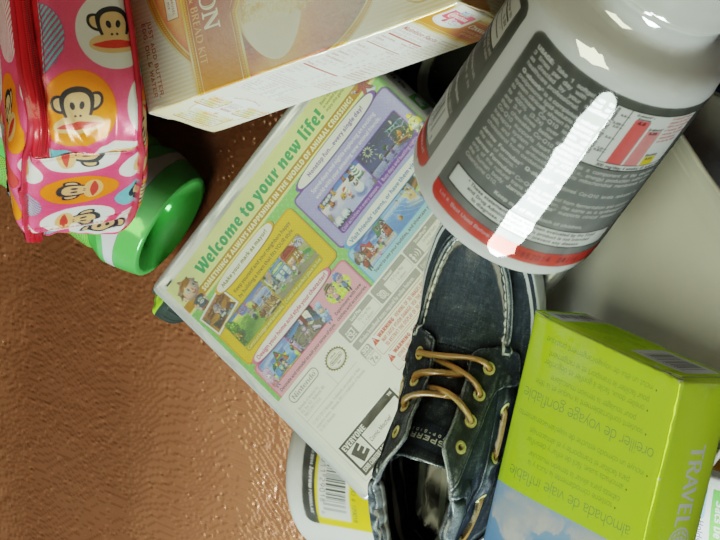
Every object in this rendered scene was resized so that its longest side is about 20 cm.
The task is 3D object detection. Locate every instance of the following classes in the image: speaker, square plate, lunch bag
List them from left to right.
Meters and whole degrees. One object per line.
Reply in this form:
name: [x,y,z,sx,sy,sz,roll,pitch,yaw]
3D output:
speaker: [-0.198,-0.082,1.527,0.199,0.088,0.089,34,125,13]
lunch bag: [-0.170,-0.125,1.388,0.200,0.081,0.178,114,149,-68]
square plate: [0.153,0.032,1.320,0.199,0.028,0.201,-56,47,30]

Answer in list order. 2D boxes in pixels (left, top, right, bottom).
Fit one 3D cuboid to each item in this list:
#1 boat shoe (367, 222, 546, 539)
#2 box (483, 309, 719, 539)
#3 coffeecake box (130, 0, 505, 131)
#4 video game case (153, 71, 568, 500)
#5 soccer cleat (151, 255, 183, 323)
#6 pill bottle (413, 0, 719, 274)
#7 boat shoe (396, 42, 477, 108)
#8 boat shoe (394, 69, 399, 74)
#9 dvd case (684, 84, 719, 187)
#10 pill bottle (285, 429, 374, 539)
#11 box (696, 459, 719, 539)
boat shoe: [0.052,0.066,1.315,0.070,0.091,0.202,9,105,20]
box: [0.122,0.134,1.286,0.122,0.047,0.202,25,107,50]
coffeecake box: [-0.030,-0.181,1.329,0.199,0.073,0.155,-17,76,26]
video game case: [0.000,0.000,1.387,0.182,0.022,0.200,44,114,10]
soccer cleat: [-0.053,-0.009,1.493,0.081,0.068,0.200,46,128,-11]
pill bottle: [0.118,-0.102,1.251,0.116,0.116,0.200,41,131,8]
boat shoe: [0.082,-0.150,1.346,0.074,0.063,0.202,39,125,13]
boat shoe: [-0.057,-0.170,1.425,0.198,0.072,0.077,15,104,17]
dvd case: [0.201,-0.029,1.352,0.199,0.025,0.151,29,124,18]
pill bottle: [0.065,0.126,1.451,0.199,0.111,0.112,8,116,28]
box: [0.220,0.183,1.389,0.112,0.101,0.202,16,119,25]
